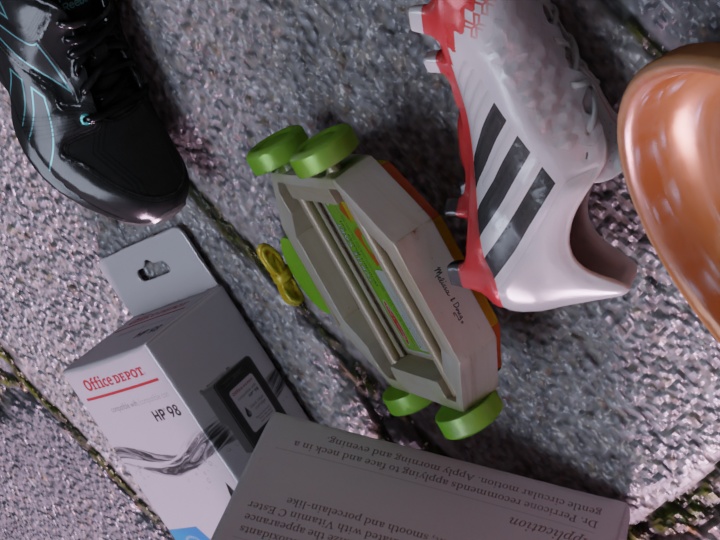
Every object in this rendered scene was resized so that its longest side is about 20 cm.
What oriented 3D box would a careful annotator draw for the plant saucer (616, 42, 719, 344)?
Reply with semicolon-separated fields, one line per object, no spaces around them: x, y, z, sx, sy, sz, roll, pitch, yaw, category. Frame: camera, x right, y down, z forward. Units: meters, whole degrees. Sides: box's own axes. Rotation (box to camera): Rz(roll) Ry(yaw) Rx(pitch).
0.176;-0.004;0.667;0.200;0.037;0.200;49;165;17;plant saucer

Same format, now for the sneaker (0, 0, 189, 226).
-0.157;-0.112;0.954;0.200;0.075;0.079;52;143;-3;sneaker

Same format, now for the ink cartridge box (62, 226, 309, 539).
-0.101;0.083;1.078;0.116;0.067;0.201;-19;107;54;ink cartridge box

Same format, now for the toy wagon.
0.000;0.000;0.886;0.156;0.039;0.200;61;165;-15;toy wagon

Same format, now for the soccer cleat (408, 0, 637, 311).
0.073;-0.073;0.745;0.085;0.069;0.201;2;119;19;soccer cleat

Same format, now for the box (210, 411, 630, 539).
0.025;0.205;0.941;0.198;0.131;0.201;14;135;13;box
